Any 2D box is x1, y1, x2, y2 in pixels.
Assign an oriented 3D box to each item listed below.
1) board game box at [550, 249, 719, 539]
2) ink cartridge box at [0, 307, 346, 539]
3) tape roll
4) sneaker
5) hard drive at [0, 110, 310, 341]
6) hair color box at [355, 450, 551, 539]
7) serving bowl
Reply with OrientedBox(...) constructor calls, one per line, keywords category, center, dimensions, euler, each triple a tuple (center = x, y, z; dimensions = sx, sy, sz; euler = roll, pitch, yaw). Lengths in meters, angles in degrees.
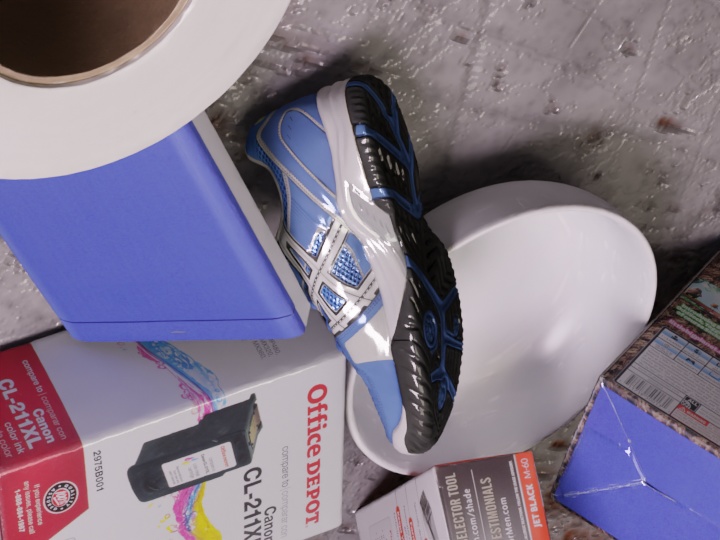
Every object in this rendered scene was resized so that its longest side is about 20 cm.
OrientedBox(category="board game box", center=(0.233, 0.094, 1.413), dimensions=(0.200, 0.159, 0.097), euler=(-39, 155, -48))
OrientedBox(category="ink cartridge box", center=(-0.111, 0.097, 1.293), dimensions=(0.199, 0.083, 0.146), euler=(-18, 137, -19))
OrientedBox(category="tape roll", center=(-0.137, -0.158, 0.977), dimensions=(0.201, 0.139, 0.204), euler=(-19, 138, -18))
OrientedBox(category="sneaker", center=(0.000, 0.000, 1.235), dimensions=(0.076, 0.076, 0.201), euler=(-10, 104, 22))
OrientedBox(category="hard drive", center=(-0.116, -0.030, 1.152), dimensions=(0.131, 0.026, 0.200), euler=(-1, 145, 20))
OrientedBox(category="hair color box", center=(0.056, 0.176, 1.393), dimensions=(0.063, 0.112, 0.200), euler=(-9, 170, -13))
OrientedBox(category="serving bowl", center=(0.067, 0.023, 1.360), dimensions=(0.199, 0.066, 0.201), euler=(-20, 138, -19))
